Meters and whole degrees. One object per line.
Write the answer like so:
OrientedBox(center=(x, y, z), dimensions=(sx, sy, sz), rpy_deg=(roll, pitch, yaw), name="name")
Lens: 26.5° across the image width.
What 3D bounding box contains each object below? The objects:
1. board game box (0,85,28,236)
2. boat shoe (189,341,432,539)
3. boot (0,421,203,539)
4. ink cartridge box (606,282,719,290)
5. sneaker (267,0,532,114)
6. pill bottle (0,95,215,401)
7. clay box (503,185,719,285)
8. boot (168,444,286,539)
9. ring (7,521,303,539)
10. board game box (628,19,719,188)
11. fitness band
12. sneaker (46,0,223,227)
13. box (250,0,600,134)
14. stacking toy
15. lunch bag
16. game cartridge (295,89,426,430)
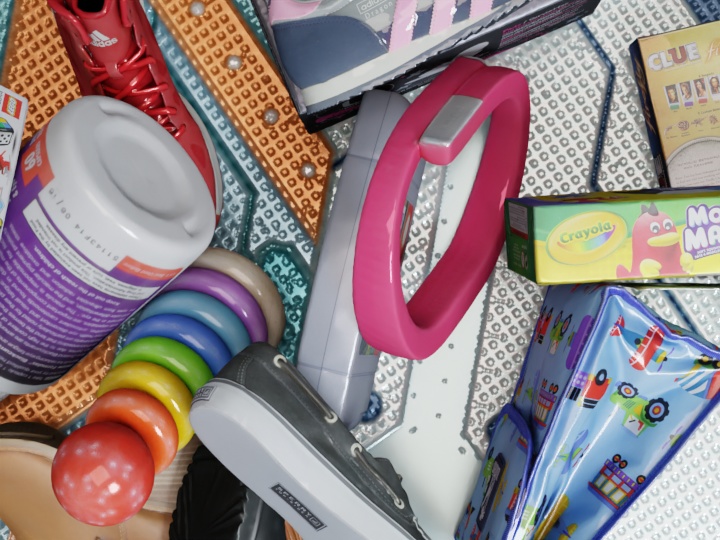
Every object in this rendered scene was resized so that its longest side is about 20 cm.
OrientedBox(center=(-0.267, -0.019, 0.865), dimensions=(0.035, 0.199, 0.127), rpy_deg=(27, 58, -39), name="board game box")
OrientedBox(center=(-0.005, 0.120, 0.817), dimensions=(0.200, 0.069, 0.057), rpy_deg=(46, 55, -12), name="boat shoe")
OrientedBox(center=(-0.178, 0.170, 0.911), dimensions=(0.199, 0.077, 0.156), rpy_deg=(0, 92, -7), name="boot")
OrientedBox(center=(0.249, 0.028, 0.882), dimensions=(0.199, 0.146, 0.048), rpy_deg=(-2, 91, 1), name="ink cartridge box")
OrientedBox(center=(0.043, -0.162, 0.811), dimensions=(0.199, 0.070, 0.082), rpy_deg=(-28, 96, 1), name="sneaker")
OrientedBox(center=(-0.187, 0.001, 0.881), dimensions=(0.200, 0.111, 0.112), rpy_deg=(-39, 88, 26), name="pill bottle")
OrientedBox(center=(0.187, -0.023, 0.861), dimensions=(0.199, 0.115, 0.048), rpy_deg=(-4, 95, -3), name="clay box")
OrientedBox(center=(-0.032, 0.194, 0.887), dimensions=(0.162, 0.073, 0.200), rpy_deg=(15, 84, -34), name="boot")
OrientedBox(center=(-0.122, 0.191, 0.948), dimensions=(0.199, 0.019, 0.202), rpy_deg=(0, 88, 0), name="ring")
OrientedBox(center=(0.278, -0.097, 0.940), dimensions=(0.199, 0.035, 0.136), rpy_deg=(-12, 89, 1), name="board game box")
OrientedBox(center=(0.049, -0.036, 0.866), dimensions=(0.037, 0.200, 0.144), rpy_deg=(16, 125, 20), name="fitness band")
OrientedBox(center=(-0.145, -0.108, 0.905), dimensions=(0.078, 0.116, 0.201), rpy_deg=(-26, 88, 0), name="sneaker")
OrientedBox(center=(0.032, -0.183, 0.905), dimensions=(0.199, 0.115, 0.133), rpy_deg=(-23, 89, 0), name="box")
OrientedBox(center=(-0.114, 0.071, 0.859), dimensions=(0.085, 0.200, 0.086), rpy_deg=(10, 125, 15), name="stacking toy")
OrientedBox(center=(0.116, 0.111, 0.877), dimensions=(0.094, 0.151, 0.201), rpy_deg=(30, 90, -5), name="lunch bag")
OrientedBox(center=(0.000, 0.000, 0.892), dimensions=(0.041, 0.133, 0.201), rpy_deg=(13, 89, 11), name="game cartridge")
